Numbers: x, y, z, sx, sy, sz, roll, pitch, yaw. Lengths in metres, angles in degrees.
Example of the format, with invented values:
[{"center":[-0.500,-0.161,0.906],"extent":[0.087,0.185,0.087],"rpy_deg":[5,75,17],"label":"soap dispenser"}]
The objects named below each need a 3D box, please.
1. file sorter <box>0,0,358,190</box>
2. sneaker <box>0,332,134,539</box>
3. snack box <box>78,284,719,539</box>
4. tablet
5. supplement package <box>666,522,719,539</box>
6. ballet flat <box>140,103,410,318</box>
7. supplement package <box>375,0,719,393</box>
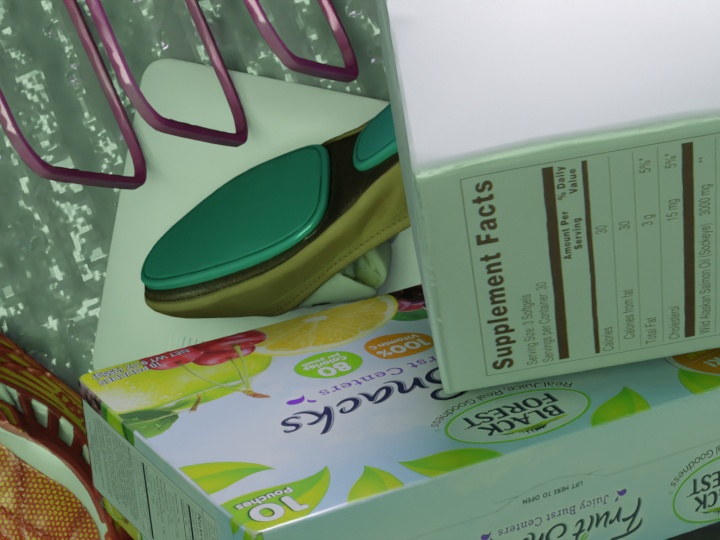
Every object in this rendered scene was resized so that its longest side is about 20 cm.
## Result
[{"center":[-0.039,-0.124,0.865],"extent":[0.199,0.139,0.126],"rpy_deg":[-27,83,13],"label":"file sorter"},{"center":[-0.120,0.091,0.948],"extent":[0.200,0.073,0.077],"rpy_deg":[39,123,12],"label":"sneaker"},{"center":[0.026,0.054,0.804],"extent":[0.199,0.142,0.053],"rpy_deg":[-15,115,-25],"label":"snack box"},{"center":[0.000,0.000,0.934],"extent":[0.198,0.014,0.131],"rpy_deg":[12,96,11],"label":"tablet"},{"center":[0.068,0.146,0.872],"extent":[0.198,0.120,0.122],"rpy_deg":[10,95,12],"label":"supplement package"},{"center":[0.006,-0.022,0.885],"extent":[0.199,0.069,0.063],"rpy_deg":[-31,119,30],"label":"ballet flat"},{"center":[0.109,-0.055,0.746],"extent":[0.198,0.118,0.118],"rpy_deg":[-9,54,2],"label":"supplement package"}]
